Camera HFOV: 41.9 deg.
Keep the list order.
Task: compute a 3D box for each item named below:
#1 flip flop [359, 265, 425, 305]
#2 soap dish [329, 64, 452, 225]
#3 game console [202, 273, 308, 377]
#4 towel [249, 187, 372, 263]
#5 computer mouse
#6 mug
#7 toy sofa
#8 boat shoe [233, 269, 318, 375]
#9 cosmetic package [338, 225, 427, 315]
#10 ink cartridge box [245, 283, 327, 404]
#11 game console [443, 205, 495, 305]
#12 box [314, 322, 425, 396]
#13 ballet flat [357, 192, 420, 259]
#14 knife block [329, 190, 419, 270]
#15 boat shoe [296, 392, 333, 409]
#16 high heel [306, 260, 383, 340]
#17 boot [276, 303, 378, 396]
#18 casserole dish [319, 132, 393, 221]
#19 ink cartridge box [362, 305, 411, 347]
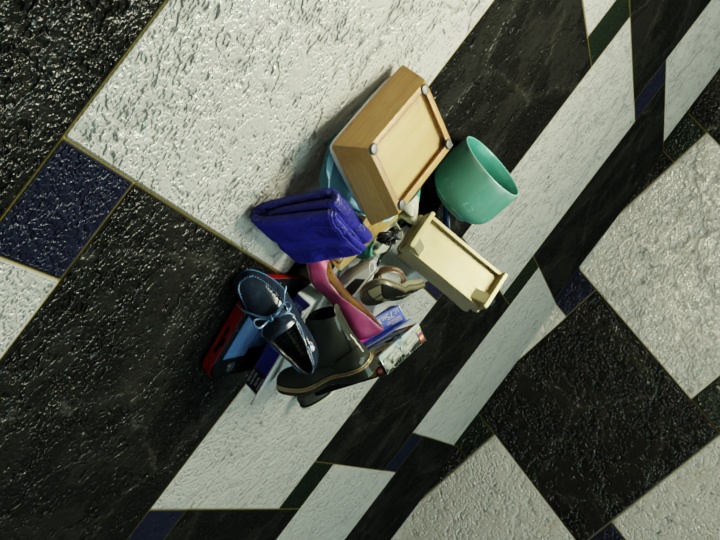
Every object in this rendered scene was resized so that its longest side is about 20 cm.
[{"bbox_3d":[0.055,0.021,1.682,0.080,0.058,0.199,-23,172,28],"label":"flip flop"},{"bbox_3d":[0.053,-0.193,1.451,0.201,0.080,0.158,-51,131,-28],"label":"soap dish"},{"bbox_3d":[-0.176,0.093,1.600,0.201,0.031,0.176,-57,158,13],"label":"game console"},{"bbox_3d":[-0.072,-0.060,1.451,0.145,0.050,0.200,-13,160,12],"label":"towel"},{"bbox_3d":[0.000,0.000,1.666,0.201,0.044,0.110,-52,178,17],"label":"computer mouse"},{"bbox_3d":[0.222,-0.167,1.835,0.114,0.153,0.184,-42,168,22],"label":"mug"},{"bbox_3d":[0.168,-0.013,1.761,0.083,0.199,0.097,-54,-171,-16],"label":"toy sofa"},{"bbox_3d":[-0.123,0.081,1.489,0.084,0.200,0.069,-39,-158,8],"label":"boat shoe"},{"bbox_3d":[0.056,0.000,1.827,0.199,0.101,0.072,-30,151,-42],"label":"cosmetic package"},{"bbox_3d":[-0.130,0.118,1.651,0.201,0.040,0.200,-59,174,16],"label":"ink cartridge box"},{"bbox_3d":[0.216,-0.045,1.891,0.119,0.169,0.200,-59,-173,19],"label":"game console"},{"bbox_3d":[0.011,0.167,1.751,0.199,0.040,0.137,-23,-170,43],"label":"box"},{"bbox_3d":[0.065,-0.092,1.743,0.201,0.070,0.068,-49,152,-10],"label":"ballet flat"},{"bbox_3d":[0.025,-0.104,1.654,0.175,0.064,0.202,-6,130,-60],"label":"knife block"},{"bbox_3d":[-0.061,0.207,1.967,0.201,0.074,0.063,-42,121,-1],"label":"boat shoe"},{"bbox_3d":[-0.029,0.026,1.594,0.067,0.094,0.203,-50,127,-70],"label":"high heel"},{"bbox_3d":[-0.083,0.131,1.604,0.198,0.139,0.078,-19,-153,25],"label":"boot"},{"bbox_3d":[0.002,-0.150,1.490,0.199,0.038,0.123,15,87,-48],"label":"casserole dish"},{"bbox_3d":[0.013,0.112,1.833,0.118,0.042,0.200,-29,-173,-17],"label":"ink cartridge box"}]
